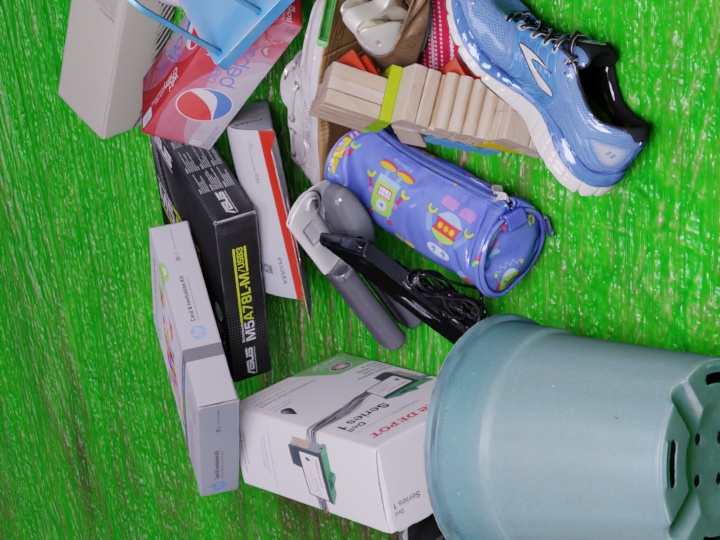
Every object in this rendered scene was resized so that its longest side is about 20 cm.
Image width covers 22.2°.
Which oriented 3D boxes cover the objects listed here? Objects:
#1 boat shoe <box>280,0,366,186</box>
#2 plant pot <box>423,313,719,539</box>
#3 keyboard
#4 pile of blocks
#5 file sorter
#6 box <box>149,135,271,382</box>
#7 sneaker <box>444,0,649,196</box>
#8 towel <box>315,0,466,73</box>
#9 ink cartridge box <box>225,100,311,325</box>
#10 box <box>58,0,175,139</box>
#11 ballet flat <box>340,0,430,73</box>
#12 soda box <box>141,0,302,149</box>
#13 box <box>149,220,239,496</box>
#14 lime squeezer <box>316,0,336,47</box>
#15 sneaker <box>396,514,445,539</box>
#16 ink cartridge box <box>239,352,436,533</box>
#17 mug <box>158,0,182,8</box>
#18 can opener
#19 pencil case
[{"bbox_3d":[-0.037,-0.155,1.529,0.069,0.071,0.201,34,137,28],"label":"boat shoe"},{"bbox_3d":[0.184,0.134,1.380,0.196,0.200,0.201,0,111,42],"label":"plant pot"},{"bbox_3d":[0.062,0.018,1.502,0.200,0.040,0.104,36,170,-36],"label":"keyboard"},{"bbox_3d":[0.060,-0.135,1.439,0.199,0.082,0.062,13,81,10],"label":"pile of blocks"},{"bbox_3d":[-0.099,-0.286,1.401,0.200,0.123,0.139,-43,54,17],"label":"file sorter"},{"bbox_3d":[-0.142,-0.030,1.715,0.200,0.047,0.194,-123,20,-45],"label":"box"},{"bbox_3d":[0.144,-0.156,1.353,0.200,0.078,0.089,51,132,7],"label":"sneaker"},{"bbox_3d":[0.033,-0.201,1.494,0.200,0.022,0.145,24,129,41],"label":"towel"},{"bbox_3d":[-0.082,-0.051,1.613,0.200,0.047,0.161,-101,0,-73],"label":"ink cartridge box"},{"bbox_3d":[-0.232,-0.231,1.760,0.082,0.068,0.200,45,140,25],"label":"box"},{"bbox_3d":[0.025,-0.220,1.413,0.068,0.072,0.200,47,141,20],"label":"ballet flat"},{"bbox_3d":[-0.120,-0.184,1.560,0.200,0.070,0.064,-46,39,51],"label":"soda box"},{"bbox_3d":[-0.151,0.080,1.671,0.156,0.041,0.201,96,160,-55],"label":"box"},{"bbox_3d":[-0.007,-0.267,1.449,0.071,0.038,0.201,6,80,67],"label":"lime squeezer"},{"bbox_3d":[0.092,0.274,1.677,0.087,0.076,0.201,12,124,30],"label":"sneaker"},{"bbox_3d":[0.006,0.149,1.630,0.200,0.146,0.085,10,116,47],"label":"ink cartridge box"},{"bbox_3d":[-0.166,-0.327,1.554,0.175,0.148,0.200,42,144,7],"label":"mug"},{"bbox_3d":[0.000,0.000,1.552,0.066,0.053,0.200,31,163,42],"label":"can opener"},{"bbox_3d":[0.060,-0.056,1.498,0.200,0.078,0.087,33,128,36],"label":"pencil case"}]
